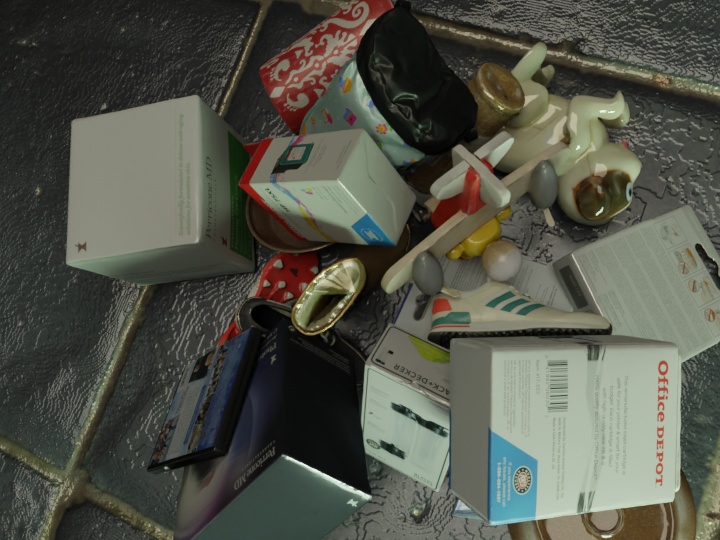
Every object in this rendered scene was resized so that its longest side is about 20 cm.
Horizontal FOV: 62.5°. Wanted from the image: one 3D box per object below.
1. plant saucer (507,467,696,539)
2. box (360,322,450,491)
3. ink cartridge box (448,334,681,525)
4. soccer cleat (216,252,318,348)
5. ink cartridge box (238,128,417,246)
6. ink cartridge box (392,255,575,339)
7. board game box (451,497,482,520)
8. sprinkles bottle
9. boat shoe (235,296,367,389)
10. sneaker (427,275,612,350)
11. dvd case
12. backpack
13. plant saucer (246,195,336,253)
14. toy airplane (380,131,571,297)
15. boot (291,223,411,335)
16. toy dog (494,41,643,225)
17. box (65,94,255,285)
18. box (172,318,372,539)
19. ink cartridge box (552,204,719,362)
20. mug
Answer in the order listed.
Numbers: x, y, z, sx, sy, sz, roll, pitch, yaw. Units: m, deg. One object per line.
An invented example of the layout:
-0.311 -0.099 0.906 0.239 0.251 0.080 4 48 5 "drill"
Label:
0.254 0.257 0.630 0.197 0.037 0.204 -3 78 12 "plant saucer"
0.063 0.161 0.673 0.115 0.202 0.060 23 52 18 "box"
0.187 0.138 0.551 0.197 0.086 0.149 1 89 -19 "ink cartridge box"
-0.130 0.045 0.812 0.068 0.085 0.201 40 69 -17 "soccer cleat"
-0.051 -0.089 0.667 0.198 0.116 0.068 5 62 42 "ink cartridge box"
0.146 0.068 0.722 0.197 0.043 0.198 17 66 24 "ink cartridge box"
0.197 0.217 0.701 0.196 0.062 0.204 -11 77 10 "board game box"
0.113 -0.160 0.730 0.067 0.200 0.069 14 58 -23 "sprinkles bottle"
-0.065 0.096 0.747 0.198 0.063 0.073 31 73 -13 "boat shoe"
0.174 0.043 0.663 0.196 0.071 0.095 -2 56 15 "sneaker"
-0.187 0.158 0.702 0.199 0.017 0.144 -29 40 46 "dvd case"
0.018 -0.174 0.675 0.126 0.199 0.168 -37 97 -29 "backpack"
-0.058 -0.099 0.803 0.197 0.037 0.203 -10 54 14 "plant saucer"
0.131 -0.054 0.645 0.200 0.198 0.142 -40 83 36 "toy airplane"
0.000 0.000 0.716 0.066 0.200 0.176 37 92 4 "boot"
0.245 -0.144 0.724 0.200 0.139 0.194 45 99 16 "toy dog"
-0.266 -0.099 0.814 0.197 0.171 0.203 -7 77 14 "box"
-0.101 0.201 0.667 0.200 0.123 0.200 -46 29 21 "box"
0.343 0.026 0.698 0.197 0.047 0.162 -20 79 -21 "ink cartridge box"
-0.027 -0.271 0.806 0.198 0.134 0.179 -27 40 11 "mug"
